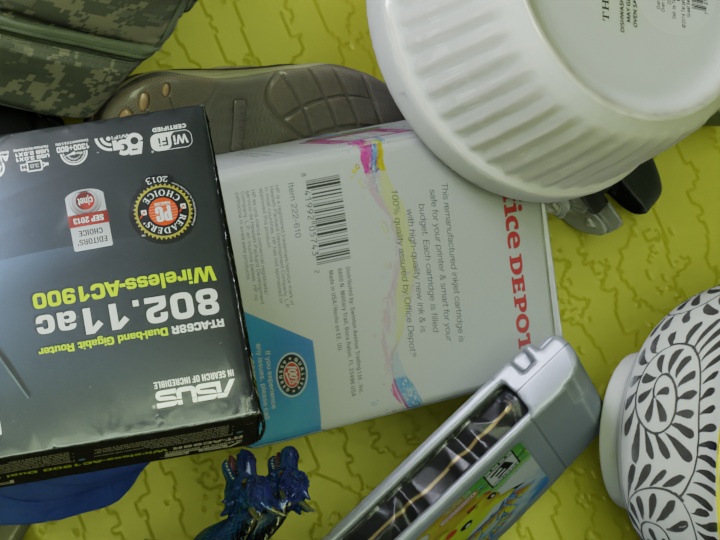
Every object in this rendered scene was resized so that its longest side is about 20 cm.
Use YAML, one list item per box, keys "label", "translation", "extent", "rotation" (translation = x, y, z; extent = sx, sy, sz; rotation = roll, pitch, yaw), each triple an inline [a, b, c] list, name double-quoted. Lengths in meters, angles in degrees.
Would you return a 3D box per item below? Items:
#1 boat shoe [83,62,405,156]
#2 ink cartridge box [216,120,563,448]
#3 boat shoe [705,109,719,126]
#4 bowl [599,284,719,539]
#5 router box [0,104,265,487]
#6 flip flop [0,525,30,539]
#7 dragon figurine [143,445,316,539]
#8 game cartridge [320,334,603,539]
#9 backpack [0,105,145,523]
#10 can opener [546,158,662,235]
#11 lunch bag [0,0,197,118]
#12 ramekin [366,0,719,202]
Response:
- label: "boat shoe"
  translation: [-0.062, -0.086, 1.306]
  extent: [0.199, 0.073, 0.075]
  rotation: [4, 101, -33]
- label: "ink cartridge box"
  translation: [0.000, 0.000, 1.263]
  extent: [0.199, 0.085, 0.145]
  rotation: [-12, 100, -28]
- label: "boat shoe"
  translation: [0.136, -0.145, 1.355]
  extent: [0.200, 0.070, 0.072]
  rotation: [22, 82, -3]
- label: "bowl"
  translation: [0.191, 0.091, 1.298]
  extent: [0.094, 0.201, 0.201]
  rotation: [4, 79, 29]
- label: "router box"
  translation: [-0.153, 0.017, 1.060]
  extent: [0.199, 0.062, 0.150]
  rotation: [-10, 74, -7]
- label: "flip flop"
  translation: [-0.226, 0.169, 1.254]
  extent: [0.081, 0.058, 0.200]
  rotation: [30, 76, -7]
- label: "dragon figurine"
  translation: [-0.075, 0.186, 1.194]
  extent: [0.059, 0.099, 0.201]
  rotation: [17, 73, -34]
- label: "game cartridge"
  translation: [0.050, 0.124, 1.266]
  extent: [0.200, 0.133, 0.040]
  rotation: [-43, 72, -1]
- label: "backpack"
  translation: [-0.182, 0.035, 1.196]
  extent: [0.162, 0.168, 0.200]
  rotation: [-16, 58, -50]
- label: "can opener"
  translation: [0.091, -0.099, 1.321]
  extent: [0.067, 0.053, 0.200]
  rotation: [-50, 114, -21]
- label: "lunch bag"
  translation: [-0.154, -0.199, 1.191]
  extent: [0.139, 0.168, 0.201]
  rotation: [11, 50, -36]
- label: "ramekin"
  translation: [0.112, -0.143, 1.228]
  extent: [0.200, 0.105, 0.201]
  rotation: [8, 74, -32]
